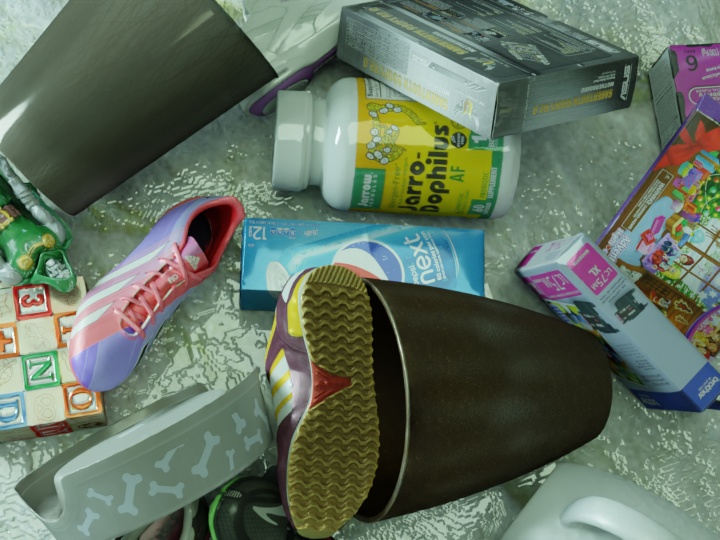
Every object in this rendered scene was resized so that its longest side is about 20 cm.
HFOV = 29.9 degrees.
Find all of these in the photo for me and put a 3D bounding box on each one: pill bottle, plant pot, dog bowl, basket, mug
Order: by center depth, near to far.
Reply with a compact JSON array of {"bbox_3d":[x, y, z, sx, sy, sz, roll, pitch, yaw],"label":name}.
[{"bbox_3d":[-0.155,0.140,1.007,0.200,0.200,0.059,-26,94,-12],"label":"dog bowl"},{"bbox_3d":[0.198,0.226,1.012,0.175,0.200,0.148,37,69,12],"label":"mug"},{"bbox_3d":[0.089,0.096,1.063,0.200,0.187,0.187,-1,73,-23],"label":"plant pot"},{"bbox_3d":[-0.198,-0.152,1.085,0.200,0.136,0.180,-42,71,-1],"label":"basket"},{"bbox_3d":[0.027,-0.104,1.133,0.200,0.113,0.113,4,74,-5],"label":"pill bottle"}]

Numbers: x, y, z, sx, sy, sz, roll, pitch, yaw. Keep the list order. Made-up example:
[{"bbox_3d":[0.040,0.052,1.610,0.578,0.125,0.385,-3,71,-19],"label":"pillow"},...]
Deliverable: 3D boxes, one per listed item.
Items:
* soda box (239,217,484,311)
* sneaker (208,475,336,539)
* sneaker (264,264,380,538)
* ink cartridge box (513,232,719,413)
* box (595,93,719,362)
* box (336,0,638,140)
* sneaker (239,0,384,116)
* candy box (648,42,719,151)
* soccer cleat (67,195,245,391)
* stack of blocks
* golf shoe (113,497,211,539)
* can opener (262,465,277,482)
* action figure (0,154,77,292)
[{"bbox_3d":[0.000,0.000,1.123,0.200,0.068,0.064,2,73,-5],"label":"soda box"},{"bbox_3d":[-0.030,0.221,1.016,0.200,0.084,0.077,43,59,-21],"label":"sneaker"},{"bbox_3d":[-0.033,0.098,1.010,0.075,0.090,0.200,8,81,-21],"label":"sneaker"},{"bbox_3d":[0.218,0.055,1.090,0.200,0.119,0.042,43,81,-4],"label":"ink cartridge box"},{"bbox_3d":[0.280,-0.027,1.101,0.137,0.200,0.039,33,37,4],"label":"box"},{"bbox_3d":[0.102,-0.176,1.112,0.158,0.048,0.200,-17,36,-35],"label":"box"},{"bbox_3d":[-0.045,-0.225,1.180,0.200,0.075,0.100,-38,79,-15],"label":"sneaker"},{"bbox_3d":[0.342,-0.101,1.192,0.136,0.061,0.200,-5,75,-8],"label":"candy box"},{"bbox_3d":[-0.161,0.011,1.068,0.067,0.076,0.200,50,48,-21],"label":"soccer cleat"},{"bbox_3d":[-0.276,0.034,1.089,0.115,0.059,0.200,-9,75,-9],"label":"stack of blocks"},{"bbox_3d":[-0.187,0.247,1.024,0.077,0.088,0.200,31,75,2],"label":"golf shoe"},{"bbox_3d":[-0.108,0.246,1.055,0.053,0.067,0.200,35,60,4],"label":"can opener"},{"bbox_3d":[-0.298,-0.052,1.057,0.200,0.055,0.118,40,71,3],"label":"action figure"}]
